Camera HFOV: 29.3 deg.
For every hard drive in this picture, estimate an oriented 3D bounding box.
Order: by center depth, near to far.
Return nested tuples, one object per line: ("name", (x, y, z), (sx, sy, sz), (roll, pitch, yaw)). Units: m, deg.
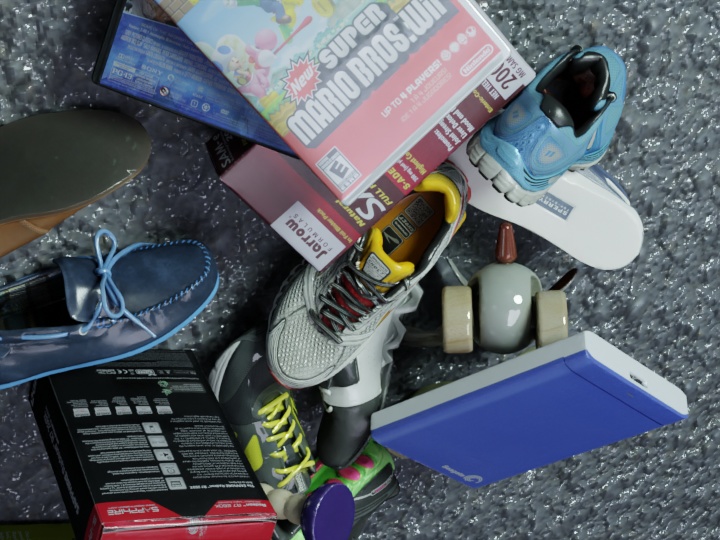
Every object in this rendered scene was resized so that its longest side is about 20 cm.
("hard drive", (0.124, 0.109, 1.029), (0.199, 0.026, 0.131), (-25, 140, 36))

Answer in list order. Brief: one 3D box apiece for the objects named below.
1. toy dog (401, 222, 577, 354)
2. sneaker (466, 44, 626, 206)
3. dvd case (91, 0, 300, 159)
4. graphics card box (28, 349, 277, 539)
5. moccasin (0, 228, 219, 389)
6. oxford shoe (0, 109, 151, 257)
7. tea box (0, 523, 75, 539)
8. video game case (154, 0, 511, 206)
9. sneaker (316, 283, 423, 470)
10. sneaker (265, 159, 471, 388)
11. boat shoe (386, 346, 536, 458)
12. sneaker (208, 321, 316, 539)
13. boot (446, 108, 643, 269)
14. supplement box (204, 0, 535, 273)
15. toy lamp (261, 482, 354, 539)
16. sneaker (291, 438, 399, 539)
("toy dog", (0.107, 0.015, 1.056), (0.130, 0.200, 0.098), (3, 89, -14))
("sneaker", (0.153, -0.115, 0.961), (0.078, 0.200, 0.090), (44, 128, 1))
("dvd case", (-0.068, -0.185, 0.842), (0.141, 0.018, 0.202), (19, 103, -8))
("graphics card box", (-0.150, 0.128, 0.960), (0.124, 0.200, 0.051), (1, 122, -28))
("moccasin", (-0.192, 0.026, 0.942), (0.198, 0.081, 0.069), (-25, 142, -11))
("oxford shoe", (-0.229, -0.045, 0.900), (0.198, 0.072, 0.071), (-24, 159, -11))
("tea box", (-0.275, 0.316, 1.073), (0.195, 0.134, 0.202), (5, 120, -29))
("video game case", (-0.024, -0.158, 0.834), (0.143, 0.017, 0.200), (-42, 104, 8))
("sneaker", (-0.018, 0.058, 1.067), (0.088, 0.074, 0.202), (9, 107, -23))
("sneaker", (0.000, 0.000, 0.975), (0.078, 0.082, 0.201), (38, 96, -2))
("boat shoe", (0.112, 0.111, 1.108), (0.199, 0.063, 0.074), (-15, 102, 31))
("sneaker", (-0.066, 0.128, 1.069), (0.074, 0.084, 0.201), (-31, 140, -34))
("boot", (0.124, -0.076, 1.047), (0.199, 0.090, 0.073), (35, 110, -10))
("supplement box", (0.006, -0.107, 0.921), (0.200, 0.061, 0.109), (-42, 121, 9))
("toy lamp", (-0.097, 0.162, 1.025), (0.058, 0.198, 0.059), (-16, 109, -54))
("sneaker", (-0.045, 0.227, 1.165), (0.199, 0.077, 0.084), (-39, 127, 4))
